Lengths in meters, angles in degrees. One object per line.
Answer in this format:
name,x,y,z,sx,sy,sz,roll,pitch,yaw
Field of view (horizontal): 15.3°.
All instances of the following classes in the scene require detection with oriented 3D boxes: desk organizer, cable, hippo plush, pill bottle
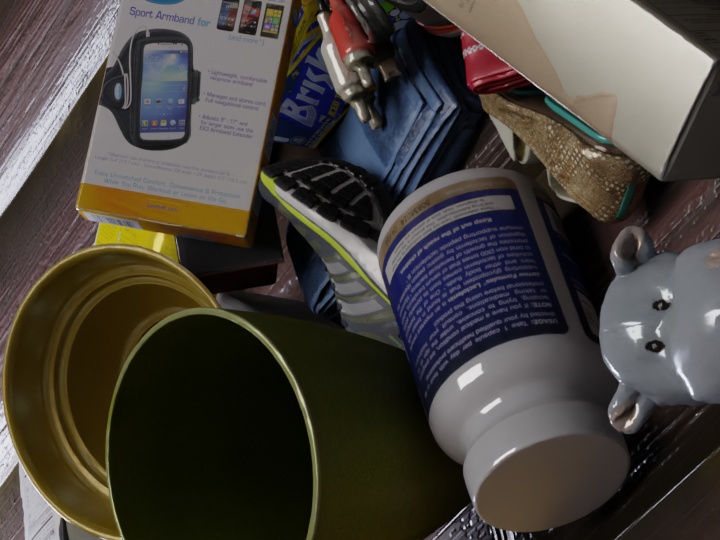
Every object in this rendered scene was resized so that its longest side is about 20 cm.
desk organizer,-0.106,-0.088,1.863,0.077,0.071,0.201,103,157,-76
cable,-0.029,-0.190,1.759,0.201,0.050,0.097,59,170,20
hippo plush,0.200,0.009,1.347,0.200,0.160,0.160,-4,78,59
pill bottle,0.086,0.047,1.580,0.116,0.115,0.201,-55,38,37

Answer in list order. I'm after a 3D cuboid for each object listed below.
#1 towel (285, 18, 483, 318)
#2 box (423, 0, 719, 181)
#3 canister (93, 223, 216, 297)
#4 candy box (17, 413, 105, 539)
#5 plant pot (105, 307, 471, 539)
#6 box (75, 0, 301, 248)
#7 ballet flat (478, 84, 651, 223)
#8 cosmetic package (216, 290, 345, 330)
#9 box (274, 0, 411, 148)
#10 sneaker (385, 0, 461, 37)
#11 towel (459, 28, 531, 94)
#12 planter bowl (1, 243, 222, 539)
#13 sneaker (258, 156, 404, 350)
towel,0.010,-0.068,1.814,0.200,0.048,0.112,-61,34,31
box,0.140,-0.135,1.501,0.200,0.095,0.078,42,119,33
canister,-0.135,-0.070,2.030,0.148,0.086,0.201,33,111,59
candy box,-0.156,0.135,1.919,0.072,0.167,0.201,-48,43,48
plant pot,-0.019,0.111,1.628,0.187,0.199,0.188,3,94,45
box,-0.112,-0.123,1.808,0.041,0.118,0.201,71,-150,-75
ballet flat,0.114,-0.085,1.626,0.200,0.070,0.066,-128,40,-57
cosmetic package,-0.041,0.088,1.833,0.200,0.074,0.102,34,112,60
box,-0.018,-0.168,1.869,0.200,0.070,0.065,-47,45,44
sneaker,0.078,-0.195,1.691,0.200,0.082,0.078,-19,63,49
towel,0.122,-0.209,1.618,0.144,0.022,0.201,-14,65,20
planter bowl,-0.139,0.078,1.818,0.199,0.083,0.202,3,97,29
sneaker,0.000,0.000,1.741,0.200,0.074,0.081,44,130,28
